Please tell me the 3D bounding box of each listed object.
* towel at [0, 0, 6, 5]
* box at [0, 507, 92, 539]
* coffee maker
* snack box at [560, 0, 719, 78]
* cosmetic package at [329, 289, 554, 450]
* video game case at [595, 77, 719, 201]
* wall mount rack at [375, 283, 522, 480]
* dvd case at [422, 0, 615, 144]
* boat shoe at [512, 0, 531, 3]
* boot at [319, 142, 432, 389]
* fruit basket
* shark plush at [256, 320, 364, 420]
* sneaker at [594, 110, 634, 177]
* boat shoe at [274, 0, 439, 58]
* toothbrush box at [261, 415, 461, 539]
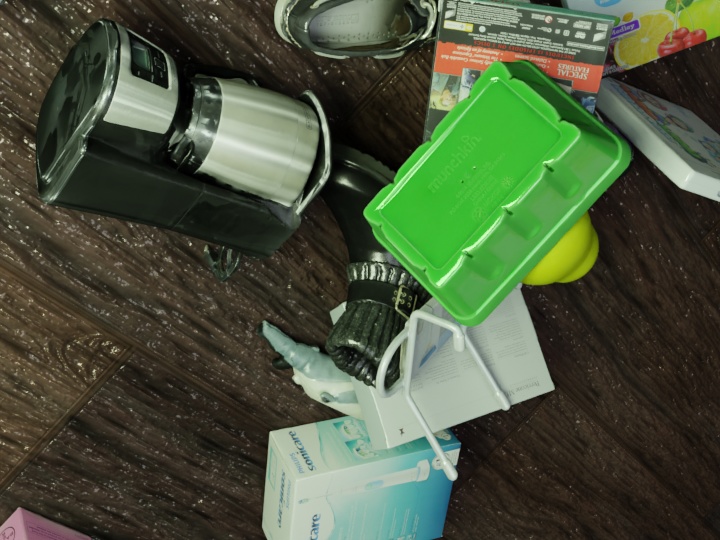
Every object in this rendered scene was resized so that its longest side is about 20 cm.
[{"bbox_3d":[-0.250,-0.279,0.614,0.200,0.086,0.166,-46,128,3],"label":"towel"},{"bbox_3d":[-0.327,0.364,0.892,0.176,0.200,0.097,-46,130,5],"label":"box"},{"bbox_3d":[-0.151,-0.081,0.758,0.200,0.135,0.192,15,111,-34],"label":"coffee maker"},{"bbox_3d":[0.250,-0.287,0.872,0.142,0.053,0.200,-19,129,11],"label":"snack box"},{"bbox_3d":[0.086,0.083,0.985,0.200,0.052,0.151,-15,81,-22],"label":"cosmetic package"},{"bbox_3d":[0.324,-0.126,0.947,0.182,0.200,0.024,11,123,-33],"label":"video game case"},{"bbox_3d":[0.093,0.085,0.890,0.200,0.074,0.174,-40,142,-44],"label":"wall mount rack"},{"bbox_3d":[0.130,-0.136,0.838,0.146,0.022,0.200,10,122,8],"label":"dvd case"},{"bbox_3d":[0.165,-0.186,0.907,0.065,0.073,0.200,-69,152,-22],"label":"boat shoe"},{"bbox_3d":[0.002,0.001,0.877,0.211,0.079,0.158,45,66,-30],"label":"boot"},{"bbox_3d":[0.124,-0.057,0.802,0.216,0.156,0.216,-38,159,-17],"label":"fruit basket"},{"bbox_3d":[-0.027,0.100,1.006,0.200,0.091,0.083,28,84,-17],"label":"shark plush"},{"bbox_3d":[0.176,-0.073,0.934,0.088,0.076,0.200,27,136,-35],"label":"sneaker"},{"bbox_3d":[0.028,-0.219,0.817,0.200,0.060,0.074,-7,120,-25],"label":"boat shoe"},{"bbox_3d":[-0.002,0.243,1.069,0.200,0.085,0.147,-9,123,-24],"label":"toothbrush box"}]
